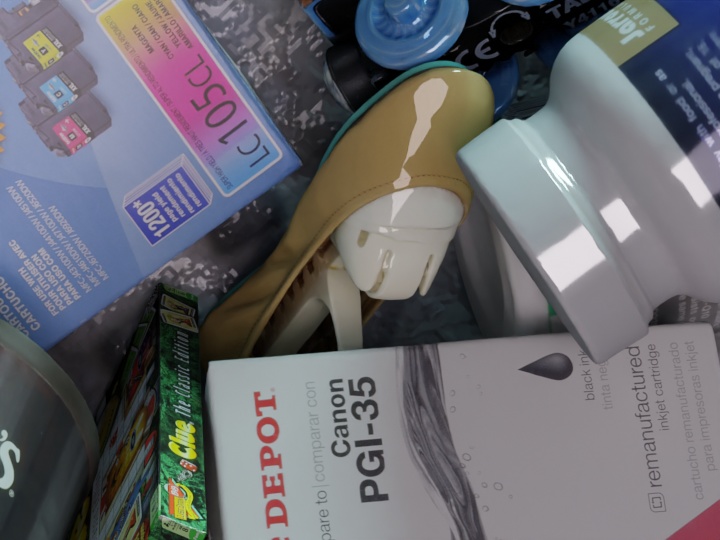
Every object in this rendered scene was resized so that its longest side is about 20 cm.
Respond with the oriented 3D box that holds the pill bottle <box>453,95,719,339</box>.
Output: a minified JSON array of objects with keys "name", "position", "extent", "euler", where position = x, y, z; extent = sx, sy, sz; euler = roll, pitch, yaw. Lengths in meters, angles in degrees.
[{"name":"pill bottle","position":[0.143,-0.030,0.999],"extent":[0.199,0.113,0.114],"euler":[-13,108,-8]}]

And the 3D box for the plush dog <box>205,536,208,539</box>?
[{"name":"plush dog","position":[0.001,0.153,1.013],"extent":[0.172,0.160,0.200],"euler":[35,68,-13]}]

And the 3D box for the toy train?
[{"name":"toy train","position":[0.067,-0.137,0.947],"extent":[0.200,0.115,0.087],"euler":[-28,147,12]}]

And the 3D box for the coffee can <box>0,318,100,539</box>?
[{"name":"coffee can","position":[-0.193,0.123,0.875],"extent":[0.146,0.200,0.147],"euler":[10,137,9]}]

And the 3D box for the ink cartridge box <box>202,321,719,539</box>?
[{"name":"ink cartridge box","position":[0.043,0.107,0.924],"extent":[0.199,0.083,0.147],"euler":[-5,67,-5]}]

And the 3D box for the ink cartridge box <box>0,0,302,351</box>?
[{"name":"ink cartridge box","position":[-0.144,-0.043,0.954],"extent":[0.200,0.076,0.137],"euler":[-36,110,1]}]

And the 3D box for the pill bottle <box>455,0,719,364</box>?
[{"name":"pill bottle","position":[0.141,-0.060,0.881],"extent":[0.200,0.116,0.116],"euler":[-35,110,0]}]

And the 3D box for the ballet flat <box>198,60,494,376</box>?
[{"name":"ballet flat","position":[0.000,0.000,0.955],"extent":[0.068,0.063,0.200],"euler":[4,143,-31]}]

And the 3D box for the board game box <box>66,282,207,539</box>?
[{"name":"board game box","position":[-0.090,0.090,0.929],"extent":[0.023,0.200,0.105],"euler":[20,110,-13]}]
